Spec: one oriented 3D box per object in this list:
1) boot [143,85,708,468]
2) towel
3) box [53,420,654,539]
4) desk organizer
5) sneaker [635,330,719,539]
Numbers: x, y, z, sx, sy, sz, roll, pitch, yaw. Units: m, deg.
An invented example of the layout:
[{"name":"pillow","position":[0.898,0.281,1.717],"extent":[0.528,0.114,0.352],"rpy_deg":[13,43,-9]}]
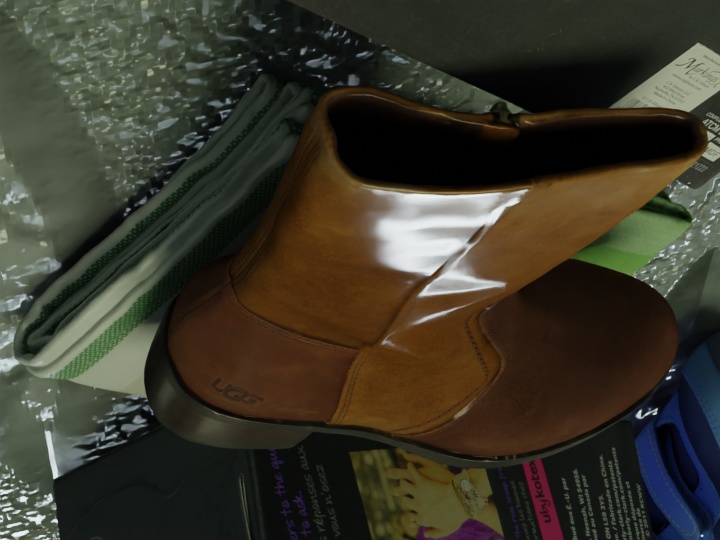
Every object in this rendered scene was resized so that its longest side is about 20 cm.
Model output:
[{"name":"boot","position":[0.046,-0.007,0.691],"extent":[0.188,0.069,0.200],"rpy_deg":[5,155,-20]},{"name":"towel","position":[0.000,0.000,0.796],"extent":[0.200,0.031,0.149],"rpy_deg":[11,140,-46]},{"name":"box","position":[0.004,0.116,0.876],"extent":[0.200,0.106,0.122],"rpy_deg":[8,155,-40]},{"name":"desk organizer","position":[0.050,-0.094,0.617],"extent":[0.072,0.077,0.200],"rpy_deg":[-37,147,27]},{"name":"sneaker","position":[0.138,0.096,0.986],"extent":[0.082,0.074,0.200],"rpy_deg":[-16,149,-5]}]
